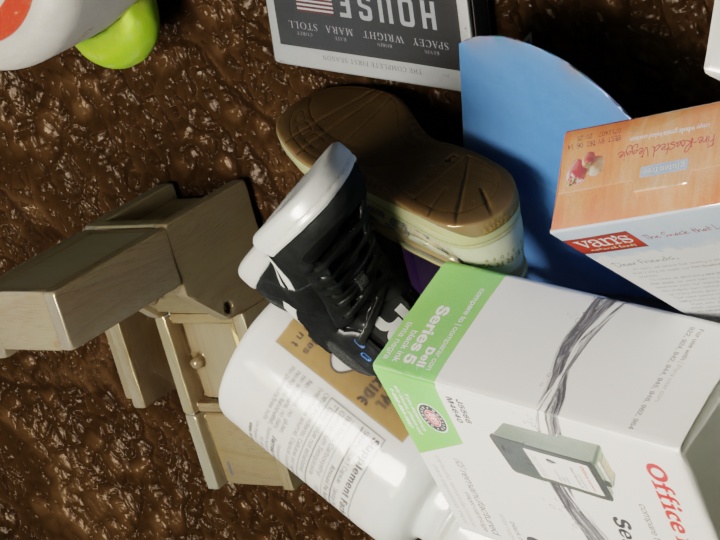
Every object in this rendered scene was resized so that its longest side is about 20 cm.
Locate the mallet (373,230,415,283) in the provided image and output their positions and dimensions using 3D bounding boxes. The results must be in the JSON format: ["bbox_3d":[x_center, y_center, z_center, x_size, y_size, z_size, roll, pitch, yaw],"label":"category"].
[{"bbox_3d":[0.084,0.026,1.341,0.199,0.041,0.066,33,131,15],"label":"mallet"}]

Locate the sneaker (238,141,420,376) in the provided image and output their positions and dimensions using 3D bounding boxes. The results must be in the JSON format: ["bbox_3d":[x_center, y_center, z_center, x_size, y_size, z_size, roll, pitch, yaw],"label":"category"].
[{"bbox_3d":[0.000,0.000,1.253,0.112,0.073,0.200,41,167,0],"label":"sneaker"}]

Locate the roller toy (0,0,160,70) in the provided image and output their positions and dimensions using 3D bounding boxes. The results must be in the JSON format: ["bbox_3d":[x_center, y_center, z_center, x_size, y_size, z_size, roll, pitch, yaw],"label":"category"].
[{"bbox_3d":[-0.207,-0.220,1.359,0.199,0.140,0.183,33,133,21],"label":"roller toy"}]

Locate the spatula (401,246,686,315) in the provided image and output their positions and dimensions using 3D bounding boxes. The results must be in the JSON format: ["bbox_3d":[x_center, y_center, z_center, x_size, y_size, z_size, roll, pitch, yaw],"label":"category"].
[{"bbox_3d":[0.104,0.015,1.271,0.199,0.020,0.057,13,126,45],"label":"spatula"}]

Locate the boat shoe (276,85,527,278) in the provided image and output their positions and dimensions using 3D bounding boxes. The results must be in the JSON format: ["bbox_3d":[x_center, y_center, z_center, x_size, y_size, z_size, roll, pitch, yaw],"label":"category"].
[{"bbox_3d":[0.020,-0.047,1.299,0.200,0.073,0.063,37,155,48],"label":"boat shoe"}]

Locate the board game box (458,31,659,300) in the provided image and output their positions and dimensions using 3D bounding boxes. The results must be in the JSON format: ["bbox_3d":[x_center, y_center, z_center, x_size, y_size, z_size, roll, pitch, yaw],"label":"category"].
[{"bbox_3d":[0.125,-0.050,1.244,0.158,0.039,0.201,36,151,30],"label":"board game box"}]

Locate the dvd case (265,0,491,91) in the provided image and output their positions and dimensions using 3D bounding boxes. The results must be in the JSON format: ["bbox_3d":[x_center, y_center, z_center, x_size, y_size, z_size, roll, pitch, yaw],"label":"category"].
[{"bbox_3d":[0.001,-0.203,1.273,0.149,0.025,0.202,12,122,36],"label":"dvd case"}]

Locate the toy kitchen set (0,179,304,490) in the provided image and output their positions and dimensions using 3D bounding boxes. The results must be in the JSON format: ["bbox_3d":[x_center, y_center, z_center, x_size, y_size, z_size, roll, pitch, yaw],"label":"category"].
[{"bbox_3d":[-0.156,0.068,1.465,0.162,0.180,0.202,-1,112,42],"label":"toy kitchen set"}]

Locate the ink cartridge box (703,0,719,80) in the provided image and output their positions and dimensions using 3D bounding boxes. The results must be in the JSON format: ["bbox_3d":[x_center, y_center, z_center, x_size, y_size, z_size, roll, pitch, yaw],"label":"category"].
[{"bbox_3d":[0.262,-0.141,1.005,0.199,0.084,0.148,10,94,36],"label":"ink cartridge box"}]

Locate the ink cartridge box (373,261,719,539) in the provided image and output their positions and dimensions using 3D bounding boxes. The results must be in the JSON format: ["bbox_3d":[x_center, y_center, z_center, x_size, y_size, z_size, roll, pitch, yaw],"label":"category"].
[{"bbox_3d":[0.125,0.088,1.207,0.199,0.084,0.146,14,145,40],"label":"ink cartridge box"}]

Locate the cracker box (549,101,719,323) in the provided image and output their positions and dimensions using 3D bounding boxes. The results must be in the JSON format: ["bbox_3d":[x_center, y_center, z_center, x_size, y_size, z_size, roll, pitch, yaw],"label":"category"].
[{"bbox_3d":[0.205,-0.015,1.105,0.133,0.058,0.199,-8,154,43],"label":"cracker box"}]

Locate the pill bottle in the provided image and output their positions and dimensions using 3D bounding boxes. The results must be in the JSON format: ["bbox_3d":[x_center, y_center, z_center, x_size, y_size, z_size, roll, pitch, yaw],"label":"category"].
[{"bbox_3d":[0.021,0.099,1.378,0.200,0.114,0.115,38,135,16],"label":"pill bottle"}]
